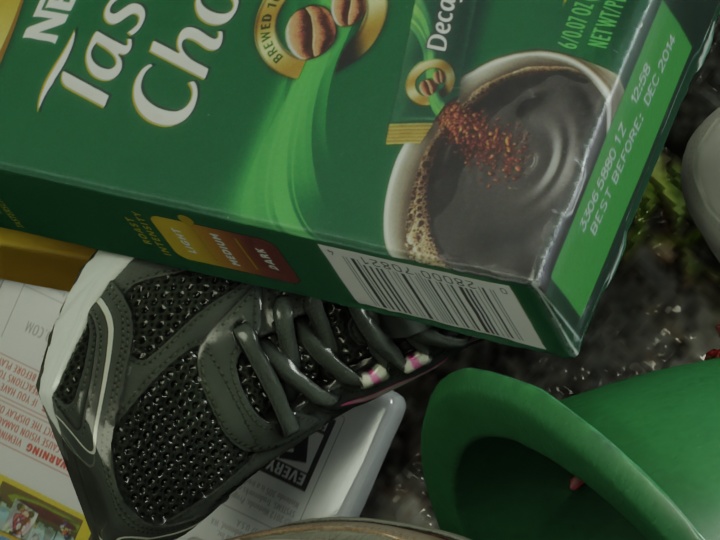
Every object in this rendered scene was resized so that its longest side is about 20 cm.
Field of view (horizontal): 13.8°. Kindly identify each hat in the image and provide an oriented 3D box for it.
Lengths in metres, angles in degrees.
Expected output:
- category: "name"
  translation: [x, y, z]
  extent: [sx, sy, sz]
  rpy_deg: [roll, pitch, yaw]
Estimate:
- category: "hat"
  translation: [0.133, 0.043, 0.799]
  extent: [0.176, 0.200, 0.166]
  rpy_deg: [-38, 79, -19]

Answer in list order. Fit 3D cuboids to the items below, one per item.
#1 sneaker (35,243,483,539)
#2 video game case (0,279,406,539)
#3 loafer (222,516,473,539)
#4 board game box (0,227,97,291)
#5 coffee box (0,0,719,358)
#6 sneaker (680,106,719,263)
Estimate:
- category: "sneaker"
  translation: [0.000, 0.000, 0.815]
  extent: [0.200, 0.080, 0.086]
  rpy_deg: [-44, 31, -27]
- category: "video game case"
  translation: [-0.111, 0.080, 0.896]
  extent: [0.200, 0.023, 0.182]
  rpy_deg: [24, 93, 13]
- category: "loafer"
  translation: [-0.054, 0.107, 0.820]
  extent: [0.200, 0.063, 0.072]
  rpy_deg: [-6, 85, 25]
- category: "board game box"
  translation: [-0.132, -0.080, 0.867]
  extent: [0.200, 0.040, 0.153]
  rpy_deg: [10, 74, -4]
- category: "coffee box"
  translation: [-0.015, -0.056, 0.781]
  extent: [0.200, 0.044, 0.123]
  rpy_deg: [14, 69, 29]
- category: "sneaker"
  translation: [0.172, -0.005, 0.817]
  extent: [0.200, 0.099, 0.078]
  rpy_deg: [28, 82, 26]
